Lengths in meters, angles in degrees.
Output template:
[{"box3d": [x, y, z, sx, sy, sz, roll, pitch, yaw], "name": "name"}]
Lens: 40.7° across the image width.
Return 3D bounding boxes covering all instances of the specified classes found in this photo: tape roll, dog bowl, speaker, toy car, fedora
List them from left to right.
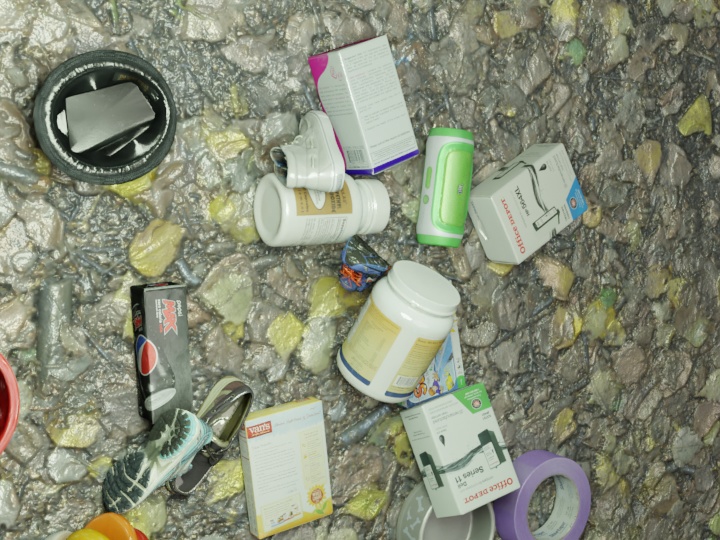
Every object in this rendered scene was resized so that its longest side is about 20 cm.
[{"box3d": [-0.361, -0.210, 1.350, 0.200, 0.091, 0.202, -4, 97, -32], "name": "fedora"}, {"box3d": [-0.360, 0.445, 1.394, 0.150, 0.174, 0.201, -39, 130, -66], "name": "toy car"}, {"box3d": [0.147, -0.143, 1.684, 0.088, 0.088, 0.201, 6, 92, -33], "name": "speaker"}, {"box3d": [0.162, 0.472, 1.771, 0.199, 0.059, 0.201, -4, 97, -31], "name": "dog bowl"}, {"box3d": [0.355, 0.455, 1.887, 0.199, 0.066, 0.201, -4, 97, -31], "name": "tape roll"}]

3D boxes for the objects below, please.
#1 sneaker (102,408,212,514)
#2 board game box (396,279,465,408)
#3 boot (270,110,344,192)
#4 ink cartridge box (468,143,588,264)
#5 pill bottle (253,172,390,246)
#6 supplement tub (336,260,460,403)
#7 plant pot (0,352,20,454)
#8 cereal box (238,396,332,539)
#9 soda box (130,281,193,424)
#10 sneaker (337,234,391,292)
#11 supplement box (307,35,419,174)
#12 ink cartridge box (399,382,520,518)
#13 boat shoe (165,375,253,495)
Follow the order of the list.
[{"box3d": [-0.294, 0.293, 1.430, 0.200, 0.078, 0.086, -44, 145, 10], "name": "sneaker"}, {"box3d": [0.112, 0.127, 1.718, 0.135, 0.034, 0.201, -17, 104, -30], "name": "board game box"}, {"box3d": [-0.091, -0.188, 1.482, 0.095, 0.200, 0.074, 0, 124, -17], "name": "boot"}, {"box3d": [0.305, -0.123, 1.786, 0.200, 0.084, 0.146, -37, 113, -25], "name": "ink cartridge box"}, {"box3d": [-0.058, -0.099, 1.540, 0.199, 0.114, 0.115, -4, 97, -32], "name": "pill bottle"}, {"box3d": [0.063, 0.099, 1.579, 0.144, 0.145, 0.200, 13, 118, -33], "name": "supplement tub"}, {"box3d": [-0.547, 0.158, 1.215, 0.200, 0.182, 0.202, -3, 96, -32], "name": "plant pot"}, {"box3d": [-0.122, 0.320, 1.586, 0.143, 0.039, 0.201, -10, 100, -31], "name": "cereal box"}, {"box3d": [-0.295, 0.120, 1.442, 0.070, 0.063, 0.201, -7, 98, -32], "name": "soda box"}, {"box3d": [0.000, 0.000, 1.559, 0.075, 0.200, 0.078, 42, 92, 12], "name": "sneaker"}, {"box3d": [0.005, -0.266, 1.571, 0.103, 0.101, 0.201, -27, 109, -28], "name": "supplement box"}, {"box3d": [0.177, 0.317, 1.713, 0.146, 0.083, 0.201, -16, 83, -32], "name": "ink cartridge box"}, {"box3d": [-0.231, 0.257, 1.495, 0.072, 0.065, 0.200, 40, 75, -30], "name": "boat shoe"}]
